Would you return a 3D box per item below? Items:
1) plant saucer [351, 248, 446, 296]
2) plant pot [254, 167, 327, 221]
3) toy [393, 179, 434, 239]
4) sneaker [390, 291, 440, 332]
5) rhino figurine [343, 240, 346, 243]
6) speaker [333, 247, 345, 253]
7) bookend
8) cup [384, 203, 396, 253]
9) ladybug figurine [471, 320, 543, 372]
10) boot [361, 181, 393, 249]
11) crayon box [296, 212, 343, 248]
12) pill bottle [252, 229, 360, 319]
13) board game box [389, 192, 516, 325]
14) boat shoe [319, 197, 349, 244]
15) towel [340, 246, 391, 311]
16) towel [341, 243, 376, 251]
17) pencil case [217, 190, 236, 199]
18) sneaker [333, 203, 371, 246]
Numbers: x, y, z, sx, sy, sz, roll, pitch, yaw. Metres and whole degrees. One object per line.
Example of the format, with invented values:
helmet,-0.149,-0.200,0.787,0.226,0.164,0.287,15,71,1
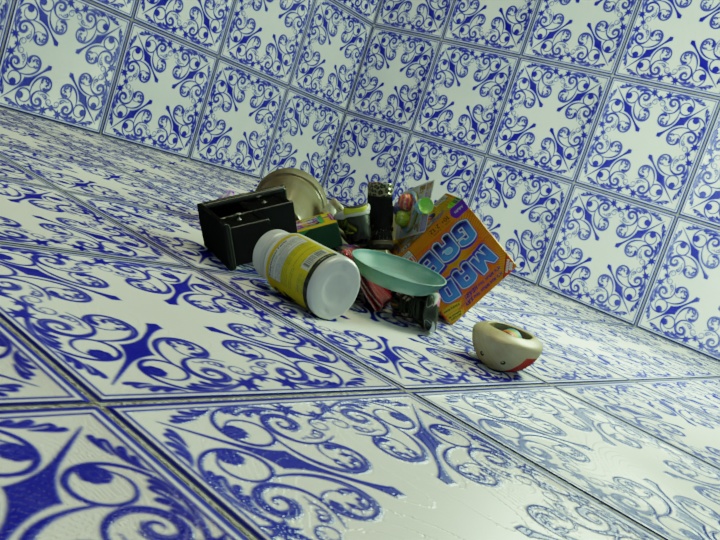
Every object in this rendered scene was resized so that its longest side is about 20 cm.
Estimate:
plant saucer,0.072,0.008,1.540,0.197,0.037,0.200,17,13,-4
plant pot,-0.187,-0.135,1.940,0.197,0.203,0.174,18,23,-4
toy,0.106,-0.139,1.768,0.046,0.117,0.200,12,-6,-19
sneaker,0.106,0.078,1.588,0.085,0.082,0.200,6,2,-9
rhino figurine,-0.026,-0.107,2.102,0.087,0.199,0.060,29,-26,56
speaker,0.000,0.000,1.775,0.198,0.083,0.081,14,9,-39
bookend,-0.205,-0.092,1.561,0.196,0.094,0.200,-15,22,-21
cup,0.071,-0.080,2.205,0.142,0.204,0.199,-9,-13,39
ladybug figurine,0.275,0.146,1.471,0.134,0.073,0.199,22,9,25
boot,0.039,-0.129,1.825,0.072,0.157,0.203,0,6,-10
crayon box,-0.135,-0.073,1.739,0.170,0.059,0.200,-16,12,-4
pill bottle,-0.102,0.000,1.393,0.113,0.116,0.199,12,11,-44
board game box,0.205,-0.033,1.804,0.200,0.199,0.200,48,3,-10
boat shoe,-0.020,-0.104,1.974,0.200,0.065,0.072,42,-5,-31
towel,0.016,0.013,1.635,0.146,0.022,0.200,58,10,2
towel,-0.061,-0.045,1.882,0.141,0.023,0.199,-4,8,-25
pencil case,-0.325,-0.150,1.992,0.083,0.087,0.200,14,10,-22
sneaker,-0.017,-0.094,1.731,0.073,0.086,0.200,-7,-4,-6
